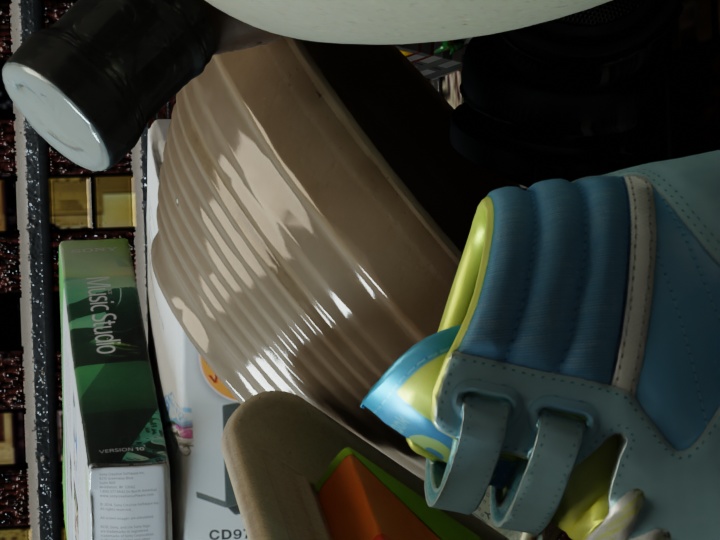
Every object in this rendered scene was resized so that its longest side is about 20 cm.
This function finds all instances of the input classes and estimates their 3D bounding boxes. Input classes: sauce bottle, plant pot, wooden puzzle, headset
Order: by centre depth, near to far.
[{"bbox_3d":[0.049,0.115,0.691,0.037,0.185,0.200,-51,17,12],"label":"wooden puzzle"},{"bbox_3d":[-0.020,-0.109,0.734,0.065,0.200,0.065,37,160,16],"label":"sauce bottle"},{"bbox_3d":[0.078,-0.068,0.807,0.124,0.094,0.200,95,-176,-52],"label":"headset"},{"bbox_3d":[0.000,0.000,0.823,0.201,0.093,0.201,46,-168,-13],"label":"plant pot"}]

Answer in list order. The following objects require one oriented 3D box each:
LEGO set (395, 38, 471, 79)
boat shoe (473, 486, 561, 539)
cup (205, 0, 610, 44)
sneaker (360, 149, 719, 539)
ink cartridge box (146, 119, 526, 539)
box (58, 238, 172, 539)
[{"bbox_3d":[0.033,-0.159,0.967,0.154,0.116,0.201,-26,58,54],"label":"LEGO set"},{"bbox_3d":[0.016,0.135,0.930,0.201,0.073,0.063,-56,-6,11],"label":"boat shoe"},{"bbox_3d":[0.045,-0.146,0.639,0.143,0.200,0.201,20,114,49],"label":"cup"},{"bbox_3d":[0.068,0.068,0.637,0.080,0.130,0.201,125,140,-75],"label":"sneaker"},{"bbox_3d":[-0.010,0.049,1.055,0.145,0.147,0.201,-117,26,-69],"label":"ink cartridge box"},{"bbox_3d":[-0.104,0.093,1.085,0.200,0.036,0.145,-112,22,-61],"label":"box"}]
